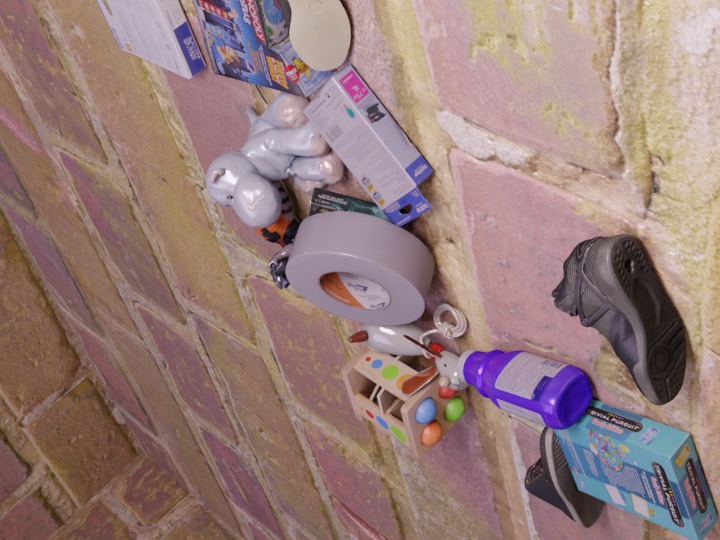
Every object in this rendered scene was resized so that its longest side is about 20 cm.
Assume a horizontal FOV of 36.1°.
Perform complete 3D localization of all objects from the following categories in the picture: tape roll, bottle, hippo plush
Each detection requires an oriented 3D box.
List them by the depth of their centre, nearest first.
[{"bbox_3d":[0.209,0.148,1.455,0.199,0.083,0.066,13,139,51],"label":"bottle"},{"bbox_3d":[-0.136,-0.154,1.505,0.200,0.161,0.160,43,156,11],"label":"hippo plush"},{"bbox_3d":[0.000,0.000,1.508,0.197,0.067,0.201,14,153,7],"label":"tape roll"}]

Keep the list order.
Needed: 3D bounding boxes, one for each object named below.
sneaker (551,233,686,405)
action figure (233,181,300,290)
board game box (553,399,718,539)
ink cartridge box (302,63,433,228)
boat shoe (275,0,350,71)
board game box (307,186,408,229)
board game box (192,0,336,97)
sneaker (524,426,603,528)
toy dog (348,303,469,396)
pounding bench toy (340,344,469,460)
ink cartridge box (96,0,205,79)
[{"bbox_3d":[0.281,0.052,1.206,0.114,0.076,0.201,3,126,61],"label":"sneaker"},{"bbox_3d":[-0.107,-0.044,1.690,0.194,0.104,0.200,49,-173,-14],"label":"action figure"},{"bbox_3d":[0.345,0.247,1.413,0.199,0.047,0.152,17,140,50],"label":"board game box"},{"bbox_3d":[0.017,-0.153,1.396,0.201,0.042,0.119,53,156,-4],"label":"ink cartridge box"},{"bbox_3d":[-0.062,-0.316,1.269,0.202,0.073,0.064,63,-171,-50],"label":"boat shoe"},{"bbox_3d":[-0.015,-0.041,1.552,0.133,0.029,0.201,14,153,-1],"label":"board game box"},{"bbox_3d":[-0.125,-0.308,1.384,0.199,0.062,0.202,31,151,32],"label":"board game box"},{"bbox_3d":[0.266,0.278,1.559,0.105,0.075,0.202,18,143,44],"label":"sneaker"},{"bbox_3d":[0.061,0.111,1.592,0.198,0.096,0.134,14,124,45],"label":"toy dog"},{"bbox_3d":[0.084,0.210,1.712,0.155,0.124,0.202,29,150,36],"label":"pounding bench toy"},{"bbox_3d":[-0.328,-0.395,1.628,0.199,0.043,0.198,30,151,41],"label":"ink cartridge box"}]
